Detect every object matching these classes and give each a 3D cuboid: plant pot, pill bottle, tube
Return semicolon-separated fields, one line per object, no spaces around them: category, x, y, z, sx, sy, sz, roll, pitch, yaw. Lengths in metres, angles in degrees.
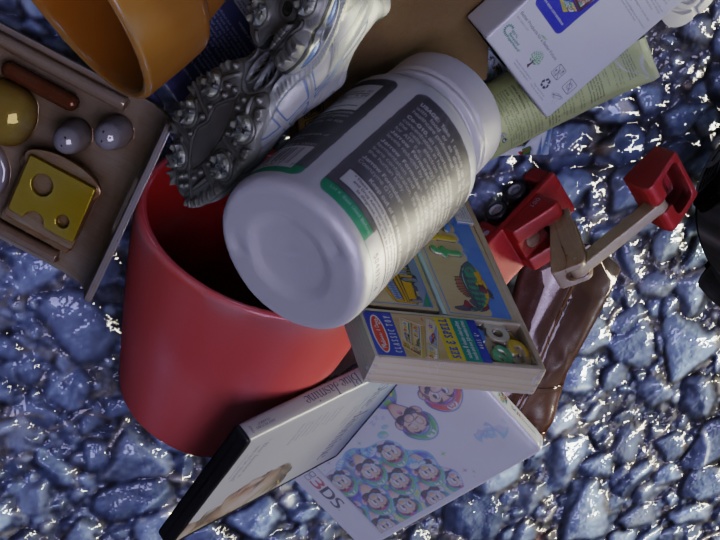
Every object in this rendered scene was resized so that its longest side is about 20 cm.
plant pot;-0.130;-0.245;0.937;0.183;0.200;0.201;-40;125;-15
pill bottle;0.008;-0.060;0.975;0.200;0.112;0.114;-44;134;-41
tube;0.138;-0.136;1.128;0.199;0.052;0.058;-31;154;-8
plant pot;-0.094;0.032;1.096;0.199;0.201;0.178;6;130;-24

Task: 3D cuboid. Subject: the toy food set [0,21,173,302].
toy food set;-0.244;-0.084;1.008;0.199;0.060;0.144;28;107;0

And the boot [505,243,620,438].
boot;0.119;0.051;1.261;0.185;0.064;0.201;10;112;-30

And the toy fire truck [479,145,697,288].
toy fire truck;0.160;-0.024;1.180;0.200;0.141;0.049;-46;124;-13

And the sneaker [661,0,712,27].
sneaker;0.205;-0.274;1.088;0.076;0.081;0.201;-28;132;-3

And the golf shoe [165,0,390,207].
golf shoe;-0.050;-0.115;0.954;0.097;0.079;0.200;0;140;-47

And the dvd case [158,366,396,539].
dvd case;-0.052;0.131;1.109;0.199;0.018;0.143;-22;156;-48

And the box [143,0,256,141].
box;-0.071;-0.171;1.057;0.200;0.032;0.122;-39;114;-9

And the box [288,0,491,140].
box;0.019;-0.175;1.017;0.162;0.021;0.201;-25;148;-14

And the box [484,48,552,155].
box;0.095;-0.187;1.133;0.136;0.040;0.202;-3;118;-21

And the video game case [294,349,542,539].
video game case;0.021;0.130;1.221;0.199;0.024;0.182;-34;111;25

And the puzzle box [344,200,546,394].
puzzle box;0.039;0.004;1.036;0.132;0.201;0.026;5;130;-24

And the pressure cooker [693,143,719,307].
pressure cooker;0.373;-0.044;1.232;0.174;0.200;0.180;-4;98;4

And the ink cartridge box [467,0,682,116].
ink cartridge box;0.180;-0.210;1.044;0.200;0.039;0.099;-39;132;7
